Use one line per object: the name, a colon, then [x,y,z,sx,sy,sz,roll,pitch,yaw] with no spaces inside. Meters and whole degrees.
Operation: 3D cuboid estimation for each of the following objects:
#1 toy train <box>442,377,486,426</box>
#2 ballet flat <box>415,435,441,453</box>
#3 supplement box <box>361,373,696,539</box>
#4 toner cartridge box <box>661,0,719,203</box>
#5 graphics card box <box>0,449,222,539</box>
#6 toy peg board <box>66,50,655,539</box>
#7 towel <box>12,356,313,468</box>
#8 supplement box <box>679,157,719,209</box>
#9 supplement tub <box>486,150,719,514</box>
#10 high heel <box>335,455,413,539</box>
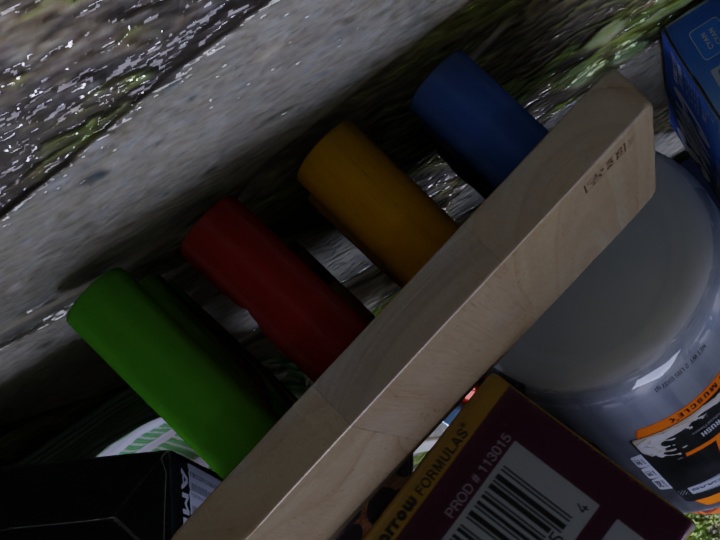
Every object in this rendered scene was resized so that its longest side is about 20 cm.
toy train: [0.059,0.103,1.103,0.150,0.056,0.201,20,113,-23]
ballet flat: [0.051,0.053,1.143,0.199,0.067,0.067,-25,174,-34]
supplement box: [0.055,0.131,0.911,0.131,0.103,0.200,-53,174,-4]
toner cartridge box: [0.171,-0.053,0.913,0.043,0.095,0.200,-32,169,4]
graphics card box: [-0.102,0.113,0.848,0.125,0.051,0.200,-6,166,12]
toy peg board: [0.000,0.000,0.748,0.199,0.098,0.200,-47,171,1]
towel: [-0.102,0.085,0.985,0.152,0.023,0.200,-33,170,12]
supplement box: [0.264,-0.017,1.236,0.199,0.135,0.200,-29,170,-13]
supplement tub: [0.132,0.035,0.973,0.122,0.123,0.200,-33,147,11]
high heel: [-0.054,0.120,1.013,0.142,0.071,0.201,1,120,-34]
